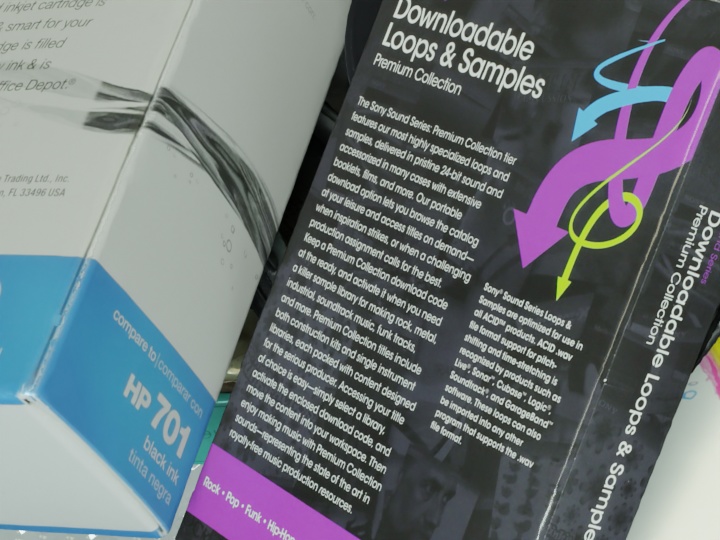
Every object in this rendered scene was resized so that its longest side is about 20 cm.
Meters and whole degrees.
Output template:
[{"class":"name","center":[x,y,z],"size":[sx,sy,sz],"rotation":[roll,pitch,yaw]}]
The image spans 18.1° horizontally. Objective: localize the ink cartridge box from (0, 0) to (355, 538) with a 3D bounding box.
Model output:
[{"class":"ink cartridge box","center":[-0.103,-0.027,0.700],"size":[0.146,0.086,0.201],"rotation":[0,54,31]}]

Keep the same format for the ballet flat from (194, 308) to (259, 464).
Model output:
[{"class":"ballet flat","center":[-0.112,0.039,0.773],"size":[0.199,0.069,0.070],"rotation":[-4,77,3]}]

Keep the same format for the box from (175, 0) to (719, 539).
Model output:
[{"class":"box","center":[0.031,0.011,0.619],"size":[0.143,0.036,0.201],"rotation":[26,98,51]}]

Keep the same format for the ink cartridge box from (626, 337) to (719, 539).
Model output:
[{"class":"ink cartridge box","center":[0.144,0.090,0.684],"size":[0.200,0.145,0.145],"rotation":[-44,75,-5]}]

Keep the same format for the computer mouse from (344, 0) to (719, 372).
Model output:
[{"class":"computer mouse","center":[0.066,-0.046,0.670],"size":[0.200,0.053,0.139],"rotation":[43,109,48]}]

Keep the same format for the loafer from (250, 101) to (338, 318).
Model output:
[{"class":"loafer","center":[0.000,0.000,0.719],"size":[0.068,0.071,0.201],"rotation":[-17,42,-27]}]
